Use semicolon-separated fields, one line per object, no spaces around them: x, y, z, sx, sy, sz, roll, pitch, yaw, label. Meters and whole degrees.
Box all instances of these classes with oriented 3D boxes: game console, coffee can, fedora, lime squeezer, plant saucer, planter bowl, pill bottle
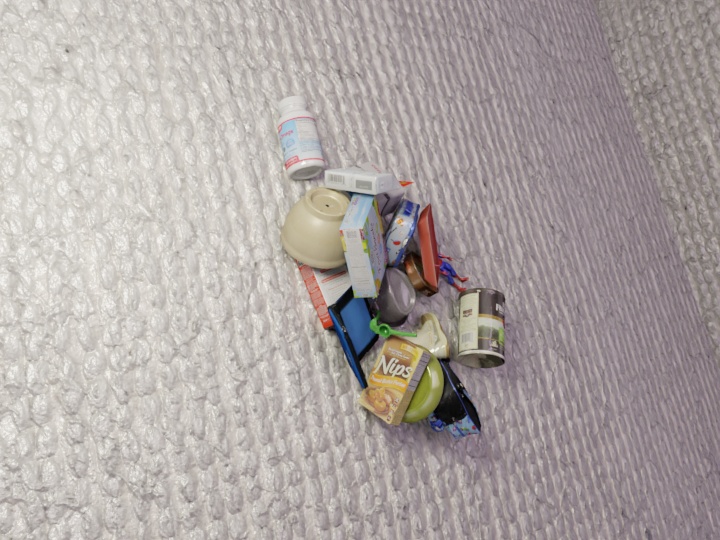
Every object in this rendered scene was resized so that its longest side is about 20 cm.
0.003;0.160;1.608;0.116;0.171;0.203;-25;121;-8;game console
0.364;0.175;1.921;0.144;0.145;0.205;21;62;-31;coffee can
0.086;0.057;1.777;0.175;0.090;0.204;-22;88;-41;fedora
0.066;0.147;1.633;0.069;0.199;0.039;3;102;-28;lime squeezer
0.194;-0.074;1.822;0.200;0.036;0.205;-60;142;-71;plant saucer
0.119;0.289;1.651;0.031;0.196;0.205;25;56;-58;plant saucer
-0.096;-0.124;1.613;0.195;0.137;0.203;12;38;-10;planter bowl
-0.165;-0.357;1.717;0.107;0.108;0.205;-5;77;-39;pill bottle

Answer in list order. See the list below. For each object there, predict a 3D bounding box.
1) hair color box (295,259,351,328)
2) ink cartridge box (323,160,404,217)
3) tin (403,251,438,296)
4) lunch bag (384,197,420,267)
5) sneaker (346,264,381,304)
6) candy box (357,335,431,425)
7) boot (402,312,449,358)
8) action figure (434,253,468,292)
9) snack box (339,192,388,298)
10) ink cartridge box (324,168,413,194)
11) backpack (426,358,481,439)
-0.082;0.034;1.670;0.110;0.063;0.204;-21;89;-40;hair color box
0.009;-0.214;1.775;0.145;0.085;0.198;45;40;17;ink cartridge box
0.173;0.012;1.840;0.199;0.041;0.114;30;40;-63;tin
0.111;-0.109;1.763;0.074;0.163;0.201;24;26;-3;lunch bag
0.000;0.000;1.735;0.077;0.085;0.205;11;65;-46;sneaker
0.086;0.274;1.622;0.055;0.114;0.204;23;92;-54;candy box
0.155;0.190;1.785;0.151;0.201;0.074;-11;117;-5;boot
0.257;-0.011;1.971;0.198;0.051;0.066;36;60;-21;action figure
0.012;-0.063;1.576;0.170;0.066;0.204;-70;152;-52;snack box
0.027;-0.238;1.632;0.199;0.157;0.049;-25;120;-52;ink cartridge box
0.238;0.365;1.727;0.202;0.133;0.183;57;5;-24;backpack
